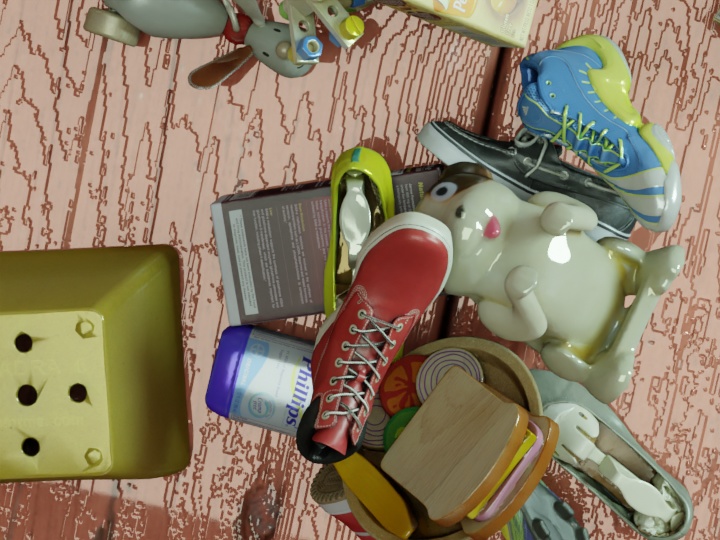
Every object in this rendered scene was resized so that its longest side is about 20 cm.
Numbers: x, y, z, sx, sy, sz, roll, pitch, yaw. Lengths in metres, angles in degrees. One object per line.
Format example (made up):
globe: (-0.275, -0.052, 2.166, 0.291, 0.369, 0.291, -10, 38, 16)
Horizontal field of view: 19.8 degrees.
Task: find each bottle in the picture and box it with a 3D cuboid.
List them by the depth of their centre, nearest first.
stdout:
bottle: (-0.030, 0.107, 1.770, 0.199, 0.065, 0.084, 16, 96, 3)

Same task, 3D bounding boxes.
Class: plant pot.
plant pot: (-0.260, 0.091, 1.732, 0.198, 0.176, 0.202, -2, 97, 5)

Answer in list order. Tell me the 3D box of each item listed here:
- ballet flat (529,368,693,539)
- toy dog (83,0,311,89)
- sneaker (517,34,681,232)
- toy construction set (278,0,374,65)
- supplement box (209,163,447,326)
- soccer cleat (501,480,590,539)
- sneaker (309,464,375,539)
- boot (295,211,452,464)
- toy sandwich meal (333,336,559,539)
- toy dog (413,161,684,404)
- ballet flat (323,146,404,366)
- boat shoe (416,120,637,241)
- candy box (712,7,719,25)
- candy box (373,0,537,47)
ballet flat: (0.205, 0.157, 1.758, 0.200, 0.064, 0.067, 40, 99, 0)
toy dog: (-0.139, -0.218, 1.728, 0.198, 0.096, 0.133, 0, 96, 5)
sneaker: (0.185, -0.107, 1.680, 0.104, 0.201, 0.076, -6, 140, -17)
toy construction set: (-0.039, -0.281, 1.699, 0.131, 0.092, 0.201, -31, 109, -29)
supplement box: (-0.020, -0.023, 1.758, 0.198, 0.061, 0.110, -8, 97, 6)
soccer cleat: (0.119, 0.178, 1.766, 0.065, 0.084, 0.201, -28, 85, -35)
sneaker: (0.065, 0.192, 1.733, 0.199, 0.072, 0.113, -15, 130, 38)
boot: (0.009, 0.060, 1.592, 0.072, 0.145, 0.200, 23, 133, -9)
toy sandwich meal: (0.058, 0.133, 1.635, 0.204, 0.070, 0.206, -17, 55, 26)
toy dog: (0.134, -0.009, 1.674, 0.199, 0.194, 0.140, 30, 90, -14)
ballet flat: (0.000, 0.000, 1.695, 0.066, 0.067, 0.202, -2, 100, 4)
boat shoe: (0.146, -0.087, 1.730, 0.198, 0.074, 0.068, 28, 102, 1)
candy box: (0.393, -0.253, 1.683, 0.116, 0.056, 0.201, 29, 100, -26)
candy box: (0.059, -0.265, 1.672, 0.199, 0.055, 0.116, 17, 86, -32)
